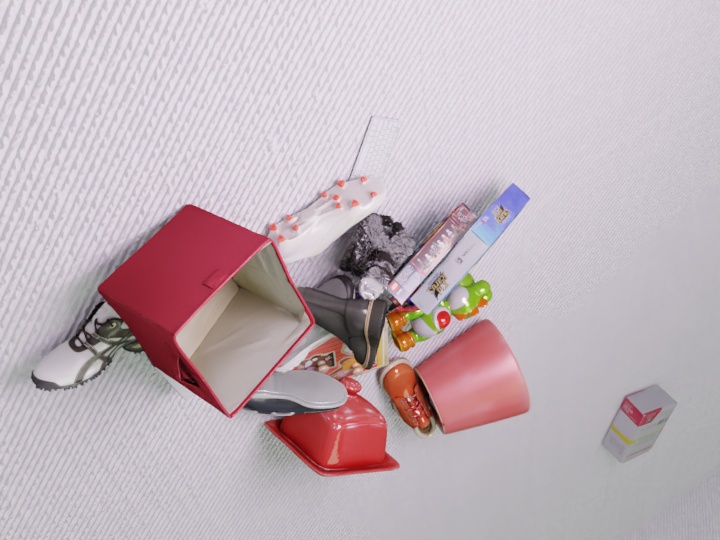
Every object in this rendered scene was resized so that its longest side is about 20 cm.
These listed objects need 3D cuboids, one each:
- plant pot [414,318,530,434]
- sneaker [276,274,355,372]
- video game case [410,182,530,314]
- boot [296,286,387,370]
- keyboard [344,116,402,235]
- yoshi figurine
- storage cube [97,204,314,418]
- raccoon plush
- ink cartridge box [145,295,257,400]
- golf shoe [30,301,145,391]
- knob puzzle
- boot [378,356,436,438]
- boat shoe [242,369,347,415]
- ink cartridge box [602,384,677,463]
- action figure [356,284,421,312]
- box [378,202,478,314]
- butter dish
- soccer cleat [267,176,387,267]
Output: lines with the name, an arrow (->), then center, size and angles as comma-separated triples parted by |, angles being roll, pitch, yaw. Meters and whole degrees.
plant pot -> 0.214, 0.224, 1.575 | 0.176, 0.201, 0.202 | -24, 137, -6
sneaker -> -0.086, 0.085, 1.284 | 0.200, 0.074, 0.079 | -45, 154, 4
video game case -> 0.185, -0.036, 1.318 | 0.200, 0.045, 0.182 | -42, 170, -49
boot -> -0.033, 0.083, 1.242 | 0.137, 0.078, 0.201 | 14, 149, 4
keyboard -> 0.008, -0.141, 1.220 | 0.056, 0.011, 0.202 | -2, 125, -37
yoshi figurine -> 0.140, 0.061, 1.452 | 0.198, 0.113, 0.112 | -23, 167, -5
storage cube -> -0.201, 0.049, 1.044 | 0.200, 0.179, 0.172 | -47, 137, -23
raccoon plush -> 0.000, 0.000, 1.225 | 0.134, 0.096, 0.200 | -53, 178, 40
ink cartridge box -> -0.218, 0.098, 1.211 | 0.199, 0.059, 0.104 | -36, 140, -8
golf shoe -> -0.360, 0.087, 1.085 | 0.199, 0.078, 0.095 | -30, 136, -30
knob puzzle -> -0.042, 0.163, 1.390 | 0.217, 0.031, 0.221 | -17, 149, -10
boot -> 0.099, 0.252, 1.563 | 0.075, 0.107, 0.201 | -33, 137, -7
boat shoe -> -0.123, 0.210, 1.344 | 0.197, 0.076, 0.061 | 11, 132, -5
ink cartridge box -> 0.807, 0.445, 2.305 | 0.144, 0.084, 0.202 | -11, 131, -30
action figure -> 0.052, 0.047, 1.365 | 0.198, 0.066, 0.052 | -8, 153, -27
box -> 0.094, -0.012, 1.281 | 0.200, 0.040, 0.137 | -47, -179, -20
butter dish -> -0.037, 0.262, 1.416 | 0.198, 0.199, 0.150 | 6, 106, -41
soccer cleat -> -0.048, -0.074, 1.197 | 0.198, 0.070, 0.078 | -28, 143, -5
